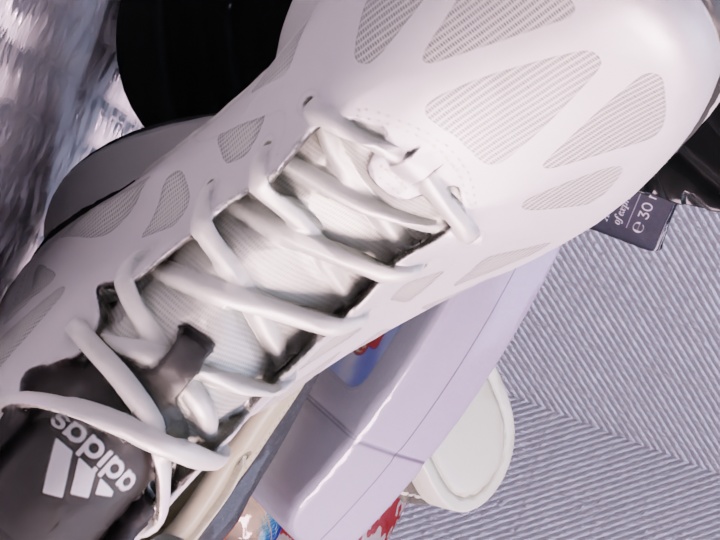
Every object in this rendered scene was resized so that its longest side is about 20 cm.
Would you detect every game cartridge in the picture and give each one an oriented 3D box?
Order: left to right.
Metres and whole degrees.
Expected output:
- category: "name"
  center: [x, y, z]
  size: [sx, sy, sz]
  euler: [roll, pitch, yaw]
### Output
- category: "game cartridge"
  center: [0.007, -0.020, 0.715]
  size: [0.200, 0.042, 0.133]
  euler: [-62, -145, 8]

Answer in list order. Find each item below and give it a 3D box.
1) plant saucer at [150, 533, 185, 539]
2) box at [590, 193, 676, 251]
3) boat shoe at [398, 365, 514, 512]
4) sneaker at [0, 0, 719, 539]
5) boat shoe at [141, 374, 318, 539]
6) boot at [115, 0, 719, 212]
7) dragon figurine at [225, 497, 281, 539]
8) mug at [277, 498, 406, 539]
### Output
- category: "plant saucer"
  center: [-0.102, 0.156, 0.584]
  size: [0.200, 0.050, 0.200]
  euler: [22, 90, -88]
- category: "box"
  center: [0.099, -0.126, 1.210]
  size: [0.107, 0.200, 0.149]
  euler: [-65, 175, -59]
- category: "boat shoe"
  center: [-0.002, 0.002, 0.850]
  size: [0.072, 0.060, 0.202]
  euler: [-38, 119, -36]
- category: "sneaker"
  center: [-0.015, 0.010, 0.405]
  size: [0.200, 0.076, 0.115]
  euler: [-31, -156, 47]
- category: "boat shoe"
  center: [-0.036, 0.001, 0.658]
  size: [0.063, 0.071, 0.200]
  euler: [-38, 153, -82]
- category: "boot"
  center: [0.050, -0.065, 0.548]
  size: [0.168, 0.200, 0.077]
  euler: [-56, 144, -75]
- category: "dragon figurine"
  center: [-0.045, 0.087, 0.838]
  size: [0.099, 0.059, 0.200]
  euler: [-52, 177, -33]
- category: "mug"
  center: [-0.048, 0.107, 1.260]
  size: [0.133, 0.178, 0.200]
  euler: [-11, -136, 48]
